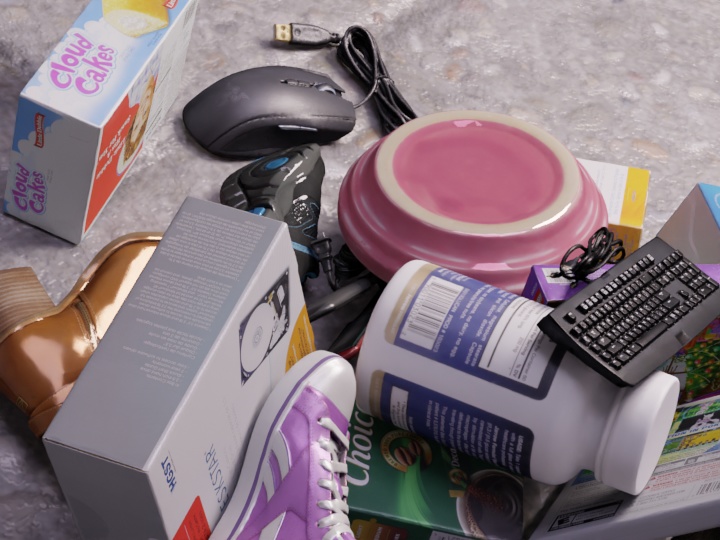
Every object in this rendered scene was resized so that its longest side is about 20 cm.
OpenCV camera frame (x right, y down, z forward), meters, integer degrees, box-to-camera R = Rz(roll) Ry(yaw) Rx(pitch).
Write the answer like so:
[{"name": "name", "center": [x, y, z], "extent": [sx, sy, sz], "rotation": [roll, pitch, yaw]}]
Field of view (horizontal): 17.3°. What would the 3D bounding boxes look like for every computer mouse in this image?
[{"name": "computer mouse", "center": [-0.055, -0.156, 1.886], "extent": [0.199, 0.046, 0.141], "rotation": [-5, 49, -25]}]

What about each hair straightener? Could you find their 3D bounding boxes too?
[{"name": "hair straightener", "center": [0.000, 0.000, 1.708], "extent": [0.077, 0.041, 0.200], "rotation": [60, 31, -8]}]

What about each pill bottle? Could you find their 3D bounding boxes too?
[{"name": "pill bottle", "center": [0.106, 0.076, 1.571], "extent": [0.199, 0.112, 0.111], "rotation": [21, 41, 17]}]

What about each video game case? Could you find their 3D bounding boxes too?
[{"name": "video game case", "center": [0.228, 0.130, 1.592], "extent": [0.022, 0.199, 0.182], "rotation": [65, 31, -13]}]

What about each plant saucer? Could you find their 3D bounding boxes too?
[{"name": "plant saucer", "center": [0.083, -0.054, 1.716], "extent": [0.199, 0.051, 0.201], "rotation": [3, 40, -3]}]

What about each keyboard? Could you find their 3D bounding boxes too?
[{"name": "keyboard", "center": [0.180, 0.010, 1.569], "extent": [0.104, 0.040, 0.200], "rotation": [34, 28, 15]}]

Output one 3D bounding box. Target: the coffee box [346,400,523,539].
[{"name": "coffee box", "center": [0.013, 0.135, 1.613], "extent": [0.198, 0.044, 0.123], "rotation": [14, 44, -6]}]

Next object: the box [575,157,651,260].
[{"name": "box", "center": [0.120, -0.056, 1.812], "extent": [0.198, 0.042, 0.119], "rotation": [9, 25, 7]}]

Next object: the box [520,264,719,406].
[{"name": "box", "center": [0.198, 0.057, 1.693], "extent": [0.198, 0.137, 0.039], "rotation": [-1, 44, -20]}]

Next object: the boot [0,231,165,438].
[{"name": "boot", "center": [-0.160, 0.061, 1.617], "extent": [0.199, 0.074, 0.155], "rotation": [-16, 61, -34]}]

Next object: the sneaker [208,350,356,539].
[{"name": "sneaker", "center": [-0.021, 0.151, 1.491], "extent": [0.114, 0.073, 0.202], "rotation": [10, 69, 33]}]

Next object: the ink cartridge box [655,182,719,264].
[{"name": "ink cartridge box", "center": [0.337, 0.009, 1.813], "extent": [0.199, 0.067, 0.116], "rotation": [10, 42, -30]}]

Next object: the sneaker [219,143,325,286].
[{"name": "sneaker", "center": [-0.064, -0.030, 1.747], "extent": [0.073, 0.082, 0.200], "rotation": [-18, 20, 21]}]

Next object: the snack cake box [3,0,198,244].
[{"name": "snack cake box", "center": [-0.191, -0.130, 1.759], "extent": [0.067, 0.115, 0.200], "rotation": [22, 42, 4]}]

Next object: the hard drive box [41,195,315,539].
[{"name": "hard drive box", "center": [-0.109, 0.082, 1.499], "extent": [0.076, 0.156, 0.201], "rotation": [16, 57, 20]}]

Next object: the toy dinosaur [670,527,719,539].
[{"name": "toy dinosaur", "center": [0.232, 0.188, 1.576], "extent": [0.077, 0.200, 0.103], "rotation": [22, 79, 18]}]
